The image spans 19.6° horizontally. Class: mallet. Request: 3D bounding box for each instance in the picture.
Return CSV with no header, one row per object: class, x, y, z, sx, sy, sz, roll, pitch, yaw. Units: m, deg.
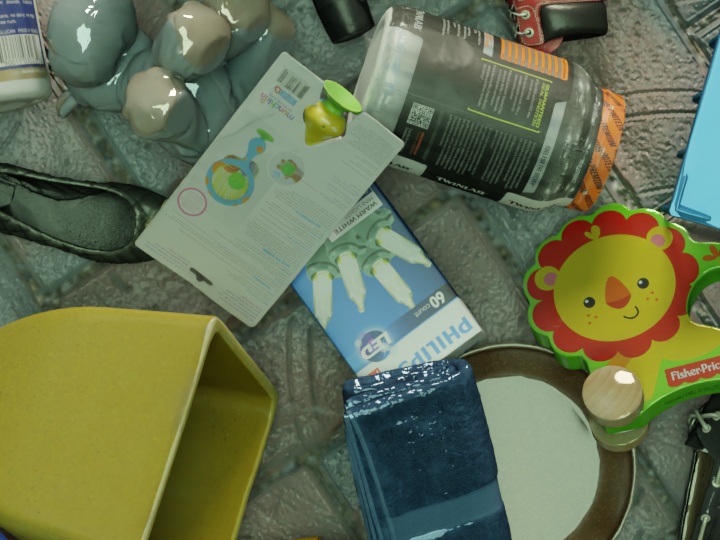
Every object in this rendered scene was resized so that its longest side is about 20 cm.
mallet,0.048,-0.229,1.624,0.199,0.041,0.066,-11,100,31

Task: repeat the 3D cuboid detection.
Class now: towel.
towel,0.054,0.171,1.600,0.111,0.049,0.201,-15,109,-5

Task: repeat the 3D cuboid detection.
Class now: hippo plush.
hippo plush,-0.154,-0.168,1.628,0.160,0.200,0.160,30,78,25

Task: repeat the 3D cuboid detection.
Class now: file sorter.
file sorter,0.326,-0.119,1.622,0.138,0.123,0.201,16,90,1

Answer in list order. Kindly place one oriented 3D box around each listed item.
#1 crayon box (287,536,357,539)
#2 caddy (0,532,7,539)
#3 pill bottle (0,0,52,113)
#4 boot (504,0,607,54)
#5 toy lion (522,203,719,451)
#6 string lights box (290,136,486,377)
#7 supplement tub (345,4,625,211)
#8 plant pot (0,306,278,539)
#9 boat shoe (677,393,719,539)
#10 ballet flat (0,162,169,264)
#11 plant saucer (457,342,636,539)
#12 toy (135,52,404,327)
crayon box,-0.091,0.286,1.666,0.199,0.051,0.128,-6,91,1
caddy,-0.313,0.274,1.607,0.105,0.200,0.142,-23,65,-41
pill bottle,-0.314,-0.224,1.632,0.110,0.111,0.201,-11,90,1
boot,0.102,-0.240,1.651,0.199,0.072,0.145,5,92,-3
toy lion,0.232,0.032,1.624,0.199,0.069,0.193,-14,61,8
string lights box,0.000,0.000,1.643,0.103,0.059,0.200,-37,80,1
supplement tub,0.097,-0.121,1.618,0.199,0.123,0.123,18,91,-6
plant pot,-0.201,0.135,1.584,0.199,0.194,0.197,12,72,17
boat shoe,0.286,0.142,1.653,0.060,0.074,0.201,4,99,-4
ballet flat,-0.234,-0.044,1.660,0.199,0.057,0.067,10,92,0
plant saucer,0.121,0.158,1.670,0.199,0.037,0.202,0,91,1
toy,-0.068,-0.065,1.590,0.115,0.047,0.200,36,117,-10
